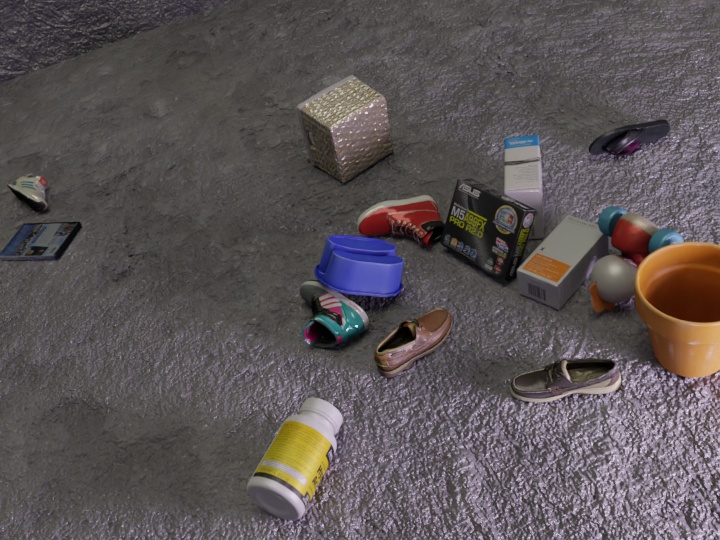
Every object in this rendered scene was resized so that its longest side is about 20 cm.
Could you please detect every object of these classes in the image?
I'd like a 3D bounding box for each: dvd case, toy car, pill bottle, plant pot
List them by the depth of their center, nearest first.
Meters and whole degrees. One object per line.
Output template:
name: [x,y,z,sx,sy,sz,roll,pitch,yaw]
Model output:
plant pot: [0.586,0.084,1.372,0.198,0.184,0.201,-9,42,8]
pill bottle: [-0.110,0.331,1.391,0.111,0.112,0.201,9,48,26]
toy car: [0.528,0.006,1.533,0.200,0.177,0.184,-52,31,3]
dvd case: [-0.895,-0.083,2.175,0.198,0.018,0.143,-1,43,19]

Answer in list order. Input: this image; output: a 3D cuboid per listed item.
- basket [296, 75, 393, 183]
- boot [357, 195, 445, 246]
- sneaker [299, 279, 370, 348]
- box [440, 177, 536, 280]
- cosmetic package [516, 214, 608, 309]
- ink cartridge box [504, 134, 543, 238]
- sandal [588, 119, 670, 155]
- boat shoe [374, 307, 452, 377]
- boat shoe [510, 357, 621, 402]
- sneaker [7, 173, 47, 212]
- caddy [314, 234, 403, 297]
basket: [-0.034,-0.376,2.076,0.199,0.199,0.161,-35,48,-20]
boot: [0.097,-0.099,1.824,0.198,0.073,0.145,-15,43,-3]
sneaker: [-0.089,0.100,1.663,0.199,0.084,0.120,28,48,37]
box: [0.273,-0.093,1.690,0.044,0.161,0.200,-7,30,-41]
cosmetic package: [0.424,-0.020,1.625,0.101,0.072,0.200,24,55,37]
ink cartridge box: [0.371,-0.189,1.769,0.084,0.147,0.201,-2,43,14]
sandal: [0.651,-0.314,1.873,0.199,0.075,0.048,-15,59,2]
boat shoe: [0.111,0.132,1.565,0.200,0.068,0.072,-39,44,-25]
boat shoe: [0.371,0.190,1.417,0.198,0.065,0.074,-10,43,9]
sneaker: [-0.981,-0.245,2.339,0.199,0.071,0.093,25,62,41]
caddy: [0.000,0.000,1.695,0.198,0.106,0.142,6,27,-16]
